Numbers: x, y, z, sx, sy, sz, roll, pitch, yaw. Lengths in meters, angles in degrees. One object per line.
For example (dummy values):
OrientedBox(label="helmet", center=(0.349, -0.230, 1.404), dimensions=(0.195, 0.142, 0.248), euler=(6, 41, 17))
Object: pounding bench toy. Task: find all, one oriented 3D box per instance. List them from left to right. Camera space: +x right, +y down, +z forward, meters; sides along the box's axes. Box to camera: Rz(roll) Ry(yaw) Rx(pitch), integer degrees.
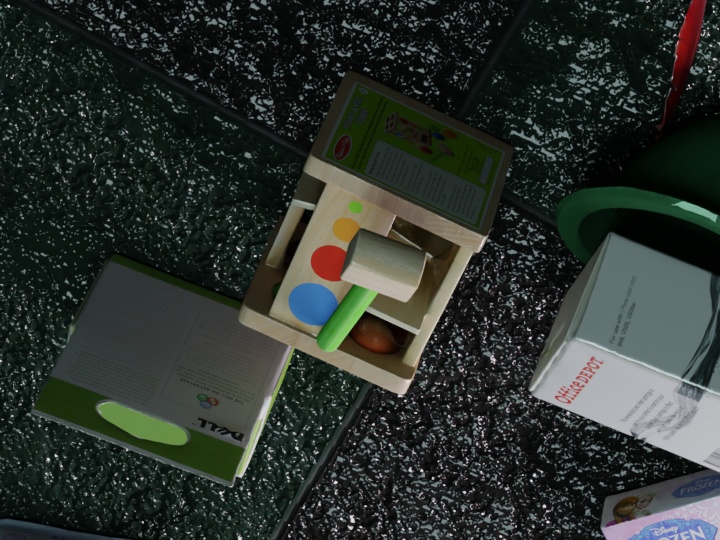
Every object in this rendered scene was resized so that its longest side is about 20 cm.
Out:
OrientedBox(label="pounding bench toy", center=(0.000, 0.000, 1.641), dimensions=(0.124, 0.200, 0.156), euler=(25, 122, -3))

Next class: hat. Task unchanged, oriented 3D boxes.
OrientedBox(label="hat", center=(0.233, -0.087, 1.644), dimensions=(0.165, 0.177, 0.200), euler=(23, 161, -4))

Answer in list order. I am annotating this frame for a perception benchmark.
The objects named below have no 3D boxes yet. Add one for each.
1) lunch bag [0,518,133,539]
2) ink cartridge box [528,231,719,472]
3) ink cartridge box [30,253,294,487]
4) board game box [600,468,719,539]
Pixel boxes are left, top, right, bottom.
OrientedBox(label="lunch bag", center=(-0.205, 0.288, 1.879), dimensions=(0.199, 0.170, 0.128), euler=(6, 120, 8))
OrientedBox(label="ink cartridge box", center=(0.225, 0.065, 1.660), dimensions=(0.199, 0.083, 0.147), euler=(22, 161, -1))
OrientedBox(label="ink cartridge box", center=(-0.139, 0.090, 1.726), dimensions=(0.147, 0.200, 0.076), euler=(21, 123, 0))
OrientedBox(label="board game box", center=(0.301, 0.224, 1.800), dimensions=(0.199, 0.041, 0.200), euler=(-19, 114, 22))
